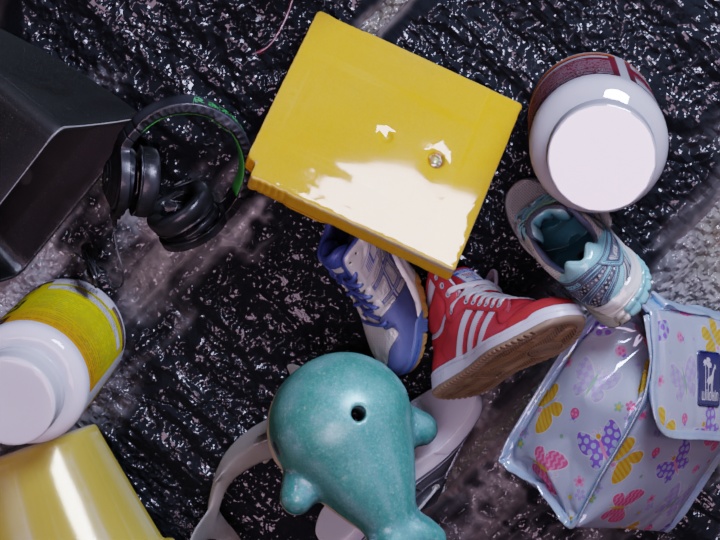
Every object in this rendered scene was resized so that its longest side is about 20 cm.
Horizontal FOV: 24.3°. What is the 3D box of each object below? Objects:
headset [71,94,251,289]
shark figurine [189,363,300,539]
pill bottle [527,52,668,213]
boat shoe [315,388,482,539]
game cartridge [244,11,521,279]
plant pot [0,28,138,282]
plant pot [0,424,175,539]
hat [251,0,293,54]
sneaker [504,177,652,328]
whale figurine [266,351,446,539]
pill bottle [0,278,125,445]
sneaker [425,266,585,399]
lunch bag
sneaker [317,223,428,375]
[{"bbox_3d":[-0.183,-0.068,1.490,0.123,0.094,0.200,34,101,-27],"label":"headset"},{"bbox_3d":[-0.090,0.172,1.528,0.214,0.089,0.129,-32,83,14],"label":"shark figurine"},{"bbox_3d":[0.193,-0.112,1.374,0.112,0.200,0.114,1,105,6],"label":"pill bottle"},{"bbox_3d":[0.047,0.190,1.542,0.200,0.072,0.068,-49,129,2],"label":"boat shoe"},{"bbox_3d":[0.019,-0.108,1.431,0.199,0.032,0.177,25,66,0],"label":"game cartridge"},{"bbox_3d":[-0.340,-0.111,1.442,0.177,0.199,0.200,42,105,5],"label":"plant pot"},{"bbox_3d":[-0.271,0.250,1.532,0.200,0.201,0.190,-20,86,10],"label":"plant pot"},{"bbox_3d":[-0.013,-0.307,1.338,0.165,0.176,0.201,-11,107,25],"label":"hat"},{"bbox_3d":[0.170,-0.037,1.402,0.086,0.200,0.078,37,98,-35],"label":"sneaker"},{"bbox_3d":[0.004,0.165,1.445,0.159,0.104,0.201,-25,81,-20],"label":"whale figurine"},{"bbox_3d":[-0.280,0.083,1.473,0.109,0.200,0.110,1,105,5],"label":"pill bottle"},{"bbox_3d":[0.116,0.031,1.438,0.071,0.200,0.113,6,67,-30],"label":"sneaker"},{"bbox_3d":[0.244,0.120,1.436,0.127,0.169,0.201,40,108,39],"label":"lunch bag"},{"bbox_3d":[0.000,0.000,1.473,0.075,0.088,0.201,-3,101,50],"label":"sneaker"}]
